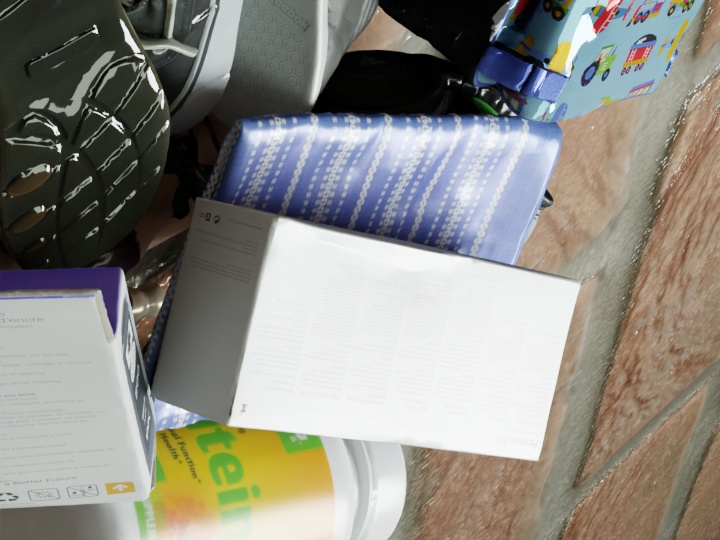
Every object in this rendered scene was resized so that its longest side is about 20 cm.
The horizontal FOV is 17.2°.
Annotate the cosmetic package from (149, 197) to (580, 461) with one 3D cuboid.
[{"bbox_3d":[0.006,0.027,0.977,0.199,0.050,0.083,12,91,-49],"label":"cosmetic package"}]

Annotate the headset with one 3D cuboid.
[{"bbox_3d":[-0.003,-0.034,1.042,0.199,0.094,0.124,11,108,-35],"label":"headset"}]

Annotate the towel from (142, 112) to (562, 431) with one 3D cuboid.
[{"bbox_3d":[0.000,0.000,1.014,0.199,0.024,0.146,-4,123,-46],"label":"towel"}]

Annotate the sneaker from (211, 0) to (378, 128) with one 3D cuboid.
[{"bbox_3d":[-0.020,-0.162,0.969,0.099,0.070,0.202,-65,168,-64],"label":"sneaker"}]

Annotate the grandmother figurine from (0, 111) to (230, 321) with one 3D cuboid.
[{"bbox_3d":[-0.111,-0.021,1.052,0.199,0.060,0.122,-35,130,-24],"label":"grandmother figurine"}]

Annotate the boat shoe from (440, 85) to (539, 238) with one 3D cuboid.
[{"bbox_3d":[0.067,-0.075,1.309,0.056,0.069,0.201,-24,145,-31],"label":"boat shoe"}]

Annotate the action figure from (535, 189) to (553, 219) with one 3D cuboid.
[{"bbox_3d":[-0.013,-0.020,1.162,0.199,0.102,0.119,-31,-159,3],"label":"action figure"}]

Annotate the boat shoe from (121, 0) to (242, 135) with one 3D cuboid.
[{"bbox_3d":[-0.080,-0.113,0.903,0.068,0.074,0.200,-17,161,-29],"label":"boat shoe"}]

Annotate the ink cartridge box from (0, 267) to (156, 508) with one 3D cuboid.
[{"bbox_3d":[-0.179,0.037,0.866,0.196,0.044,0.200,-2,155,-1],"label":"ink cartridge box"}]

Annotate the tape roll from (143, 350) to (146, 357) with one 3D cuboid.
[{"bbox_3d":[-0.047,0.060,1.320,0.200,0.066,0.201,-41,160,-19],"label":"tape roll"}]

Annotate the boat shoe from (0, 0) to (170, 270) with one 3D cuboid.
[{"bbox_3d":[-0.119,-0.083,0.861,0.075,0.074,0.201,-26,144,-20],"label":"boat shoe"}]

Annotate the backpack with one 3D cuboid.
[{"bbox_3d":[0.103,-0.186,1.063,0.182,0.134,0.201,-15,138,-60],"label":"backpack"}]

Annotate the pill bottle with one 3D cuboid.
[{"bbox_3d":[-0.073,0.103,1.060,0.199,0.111,0.111,-7,137,-48],"label":"pill bottle"}]
